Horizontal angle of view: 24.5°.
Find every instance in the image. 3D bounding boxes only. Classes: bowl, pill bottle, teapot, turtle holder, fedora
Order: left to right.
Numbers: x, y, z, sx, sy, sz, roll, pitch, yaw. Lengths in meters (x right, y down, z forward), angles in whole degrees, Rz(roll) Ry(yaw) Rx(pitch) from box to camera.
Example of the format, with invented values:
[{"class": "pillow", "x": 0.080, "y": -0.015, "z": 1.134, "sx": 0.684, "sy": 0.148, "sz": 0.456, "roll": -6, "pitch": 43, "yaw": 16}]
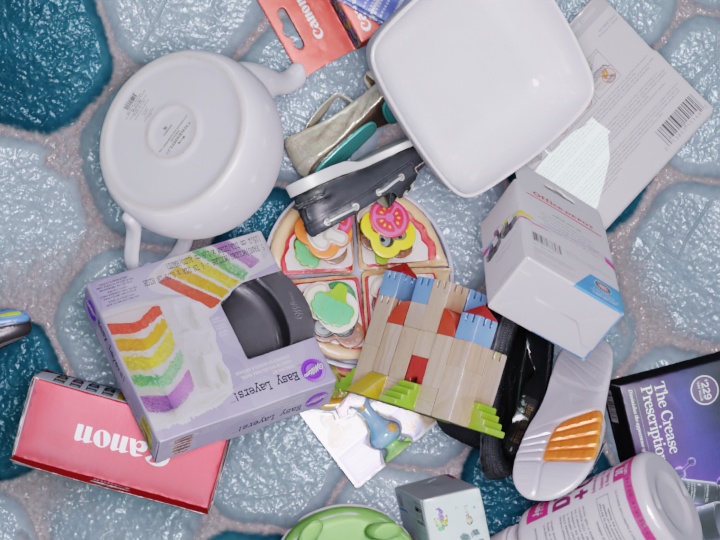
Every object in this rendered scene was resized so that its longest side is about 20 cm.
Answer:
[{"class": "teapot", "x": -0.154, "y": -0.110, "z": 1.646, "sx": 0.198, "sy": 0.146, "sz": 0.199, "roll": -14, "pitch": 69, "yaw": 19}, {"class": "turtle holder", "x": -0.031, "y": 0.309, "z": 1.649, "sx": 0.184, "sy": 0.132, "sz": 0.142, "roll": -29, "pitch": 93, "yaw": -5}, {"class": "bowl", "x": 0.111, "y": -0.198, "z": 1.637, "sx": 0.199, "sy": 0.075, "sz": 0.201, "roll": -38, "pitch": 109, "yaw": -11}, {"class": "fedora", "x": 0.126, "y": 0.105, "z": 1.674, "sx": 0.091, "sy": 0.200, "sz": 0.203, "roll": 10, "pitch": 87, "yaw": 24}, {"class": "pill bottle", "x": 0.227, "y": 0.270, "z": 1.649, "sx": 0.199, "sy": 0.113, "sz": 0.114, "roll": -31, "pitch": 92, "yaw": 27}]

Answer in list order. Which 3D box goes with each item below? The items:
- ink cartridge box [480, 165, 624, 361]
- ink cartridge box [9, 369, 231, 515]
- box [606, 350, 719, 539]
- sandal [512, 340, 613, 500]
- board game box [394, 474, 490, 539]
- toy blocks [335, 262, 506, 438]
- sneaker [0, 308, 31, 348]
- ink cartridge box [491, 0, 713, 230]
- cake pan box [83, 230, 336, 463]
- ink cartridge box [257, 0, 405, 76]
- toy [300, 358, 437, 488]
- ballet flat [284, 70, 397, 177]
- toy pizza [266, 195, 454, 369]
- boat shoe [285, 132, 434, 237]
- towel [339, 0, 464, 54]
[{"class": "ink cartridge box", "x": 0.183, "y": -0.013, "z": 1.623, "sx": 0.114, "sy": 0.201, "sz": 0.068, "roll": 30, "pitch": 117, "yaw": -15}, {"class": "ink cartridge box", "x": -0.228, "y": 0.165, "z": 1.609, "sx": 0.198, "sy": 0.176, "sz": 0.085, "roll": 16, "pitch": 88, "yaw": -6}, {"class": "box", "x": 0.346, "y": 0.198, "z": 1.719, "sx": 0.140, "sy": 0.079, "sz": 0.202, "roll": -14, "pitch": 90, "yaw": -9}, {"class": "sandal", "x": 0.218, "y": 0.160, "z": 1.687, "sx": 0.078, "sy": 0.060, "sz": 0.208, "roll": 8, "pitch": 49, "yaw": 24}, {"class": "board game box", "x": 0.096, "y": 0.313, "z": 1.655, "sx": 0.064, "sy": 0.148, "sz": 0.202, "roll": -12, "pitch": 90, "yaw": -8}, {"class": "toy blocks", "x": 0.072, "y": 0.070, "z": 1.590, "sx": 0.099, "sy": 0.199, "sz": 0.138, "roll": 21, "pitch": 84, "yaw": -39}, {"class": "sneaker", "x": -0.403, "y": 0.110, "z": 1.651, "sx": 0.199, "sy": 0.071, "sz": 0.083, "roll": -40, "pitch": 98, "yaw": 0}, {"class": "ink cartridge box", "x": 0.239, "y": -0.156, "z": 1.731, "sx": 0.176, "sy": 0.045, "sz": 0.200, "roll": 44, "pitch": 84, "yaw": -4}, {"class": "cake pan box", "x": -0.142, "y": 0.069, "z": 1.595, "sx": 0.198, "sy": 0.052, "sz": 0.185, "roll": -16, "pitch": 65, "yaw": -24}, {"class": "ink cartridge box", "x": 0.001, "y": -0.293, "z": 1.706, "sx": 0.199, "sy": 0.050, "sz": 0.110, "roll": -31, "pitch": 92, "yaw": -7}, {"class": "toy", "x": -0.018, "y": 0.109, "z": 1.697, "sx": 0.115, "sy": 0.047, "sz": 0.201, "roll": -38, "pitch": 93, "yaw": -7}, {"class": "ballet flat", "x": 0.006, "y": -0.171, "z": 1.700, "sx": 0.199, "sy": 0.068, "sz": 0.062, "roll": -37, "pitch": 70, "yaw": -7}, {"class": "toy pizza", "x": 0.000, "y": 0.000, "z": 1.685, "sx": 0.198, "sy": 0.032, "sz": 0.202, "roll": 3, "pitch": 74, "yaw": -9}, {"class": "boat shoe", "x": 0.016, "y": -0.090, "z": 1.676, "sx": 0.199, "sy": 0.075, "sz": 0.061, "roll": -23, "pitch": 94, "yaw": -26}, {"class": "towel", "x": 0.036, "y": -0.321, "z": 1.674, "sx": 0.199, "sy": 0.024, "sz": 0.146, "roll": 28, "pitch": 85, "yaw": -5}]
